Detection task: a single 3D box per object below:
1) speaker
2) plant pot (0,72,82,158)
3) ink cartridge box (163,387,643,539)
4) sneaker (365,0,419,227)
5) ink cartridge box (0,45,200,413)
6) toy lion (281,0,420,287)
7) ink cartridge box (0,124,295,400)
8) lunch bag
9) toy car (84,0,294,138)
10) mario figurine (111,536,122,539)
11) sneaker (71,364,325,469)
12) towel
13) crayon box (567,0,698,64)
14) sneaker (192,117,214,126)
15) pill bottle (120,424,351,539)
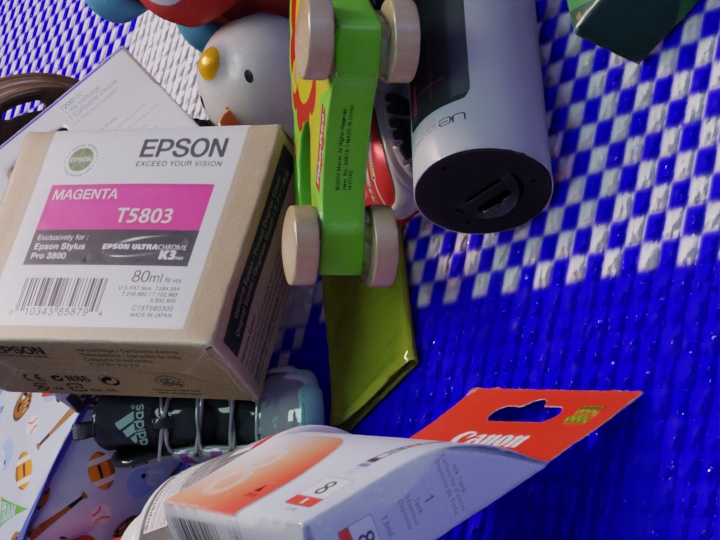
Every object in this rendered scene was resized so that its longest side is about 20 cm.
[{"bbox_3d":[0.067,-0.122,1.106,0.081,0.081,0.201,-41,39,43],"label":"speaker"},{"bbox_3d":[-0.242,-0.060,1.465,0.198,0.199,0.202,-176,105,-77],"label":"plant pot"},{"bbox_3d":[0.019,0.090,0.949,0.199,0.050,0.162,-33,13,-26],"label":"ink cartridge box"},{"bbox_3d":[0.014,-0.114,1.209,0.085,0.076,0.201,-51,32,42],"label":"sneaker"},{"bbox_3d":[-0.180,-0.032,1.326,0.198,0.043,0.200,-40,60,-7],"label":"ink cartridge box"},{"bbox_3d":[-0.018,-0.114,1.135,0.192,0.068,0.202,-113,25,-64],"label":"toy lion"},{"bbox_3d":[-0.142,-0.007,1.215,0.198,0.075,0.166,-1,59,25],"label":"ink cartridge box"},{"bbox_3d":[-0.218,0.155,1.410,0.201,0.123,0.170,-61,29,2],"label":"lunch bag"},{"bbox_3d":[-0.085,-0.162,1.341,0.184,0.176,0.202,-24,63,40],"label":"toy car"},{"bbox_3d":[-0.164,0.281,1.286,0.123,0.106,0.202,-2,69,38],"label":"mario figurine"},{"bbox_3d":[-0.115,0.100,1.220,0.200,0.139,0.079,-14,76,62],"label":"sneaker"},{"bbox_3d":[0.000,0.000,1.218,0.086,0.018,0.201,-48,35,39],"label":"towel"},{"bbox_3d":[0.178,-0.223,0.995,0.200,0.050,0.128,-48,34,36],"label":"crayon box"},{"bbox_3d":[-0.120,-0.020,1.382,0.077,0.083,0.202,-30,47,53],"label":"sneaker"},{"bbox_3d":[-0.069,0.164,1.133,0.200,0.110,0.112,-27,50,54],"label":"pill bottle"}]
